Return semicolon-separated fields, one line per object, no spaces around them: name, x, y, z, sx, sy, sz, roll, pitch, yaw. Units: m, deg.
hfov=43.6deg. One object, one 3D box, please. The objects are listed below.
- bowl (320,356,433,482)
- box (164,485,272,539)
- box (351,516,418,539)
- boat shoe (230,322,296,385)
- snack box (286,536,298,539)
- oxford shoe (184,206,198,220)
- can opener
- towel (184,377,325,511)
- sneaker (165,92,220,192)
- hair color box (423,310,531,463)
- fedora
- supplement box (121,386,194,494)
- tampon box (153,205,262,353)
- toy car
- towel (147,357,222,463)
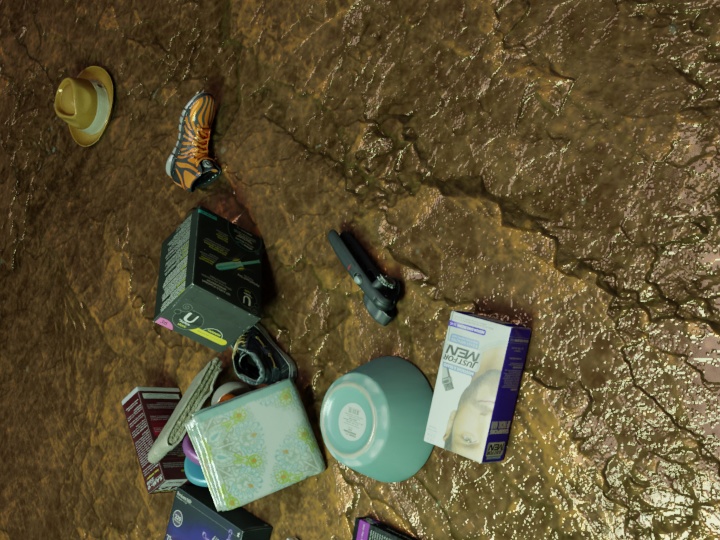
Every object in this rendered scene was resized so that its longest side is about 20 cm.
bowl;0.012;0.234;1.421;0.200;0.105;0.203;-8;78;40
box;-0.267;0.497;1.645;0.199;0.079;0.142;18;93;41
box;0.061;0.483;1.389;0.199;0.036;0.144;13;93;43
boat shoe;-0.205;0.143;1.631;0.200;0.091;0.071;34;106;39
snack box;-0.132;0.567;1.550;0.072;0.024;0.201;31;104;41
oxford shoe;-0.338;-0.031;1.777;0.072;0.084;0.202;-10;76;41
can opener;0.000;0.000;1.492;0.079;0.063;0.200;-51;55;24
towel;-0.178;0.293;1.519;0.048;0.199;0.172;151;99;-76
sneaker;-0.315;-0.248;1.803;0.112;0.077;0.201;40;120;33
hair color box;0.171;0.169;1.321;0.109;0.065;0.202;14;94;41
fedora;-0.658;-0.391;2.105;0.200;0.082;0.202;-6;80;40
supplement box;-0.381;0.327;1.746;0.061;0.108;0.201;-41;59;28
tampon box;-0.273;0.016;1.629;0.126;0.149;0.201;-39;37;31
toy car;-0.243;0.306;1.601;0.175;0.149;0.201;42;110;36
towel;-0.322;0.260;1.665;0.133;0.034;0.201;-44;14;53
